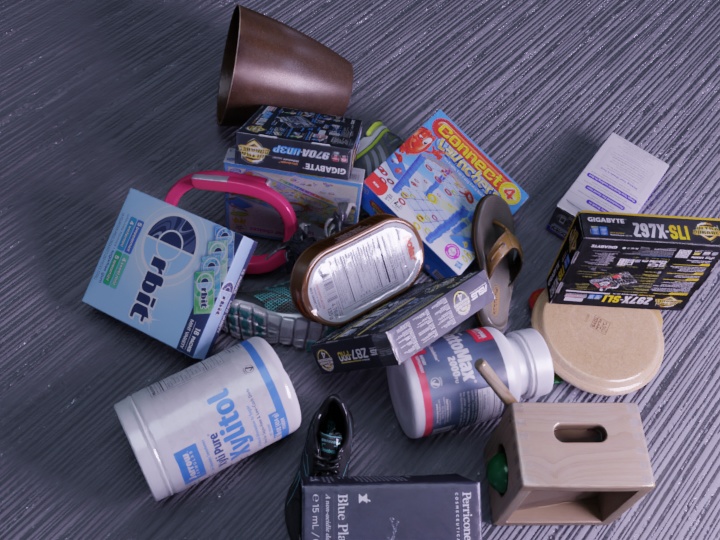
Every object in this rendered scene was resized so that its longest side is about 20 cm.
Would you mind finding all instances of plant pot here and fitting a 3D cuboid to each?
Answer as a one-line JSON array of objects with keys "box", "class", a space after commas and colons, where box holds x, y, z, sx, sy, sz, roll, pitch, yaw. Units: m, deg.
[{"box": [-0.118, -0.310, 1.284, 0.198, 0.187, 0.189, 8, 55, -18], "class": "plant pot"}]

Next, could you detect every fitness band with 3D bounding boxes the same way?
[{"box": [-0.186, -0.068, 1.129, 0.197, 0.145, 0.038, 9, 30, 2], "class": "fitness band"}]

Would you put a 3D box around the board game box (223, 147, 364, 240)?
[{"box": [-0.099, -0.101, 1.158, 0.197, 0.135, 0.034, 9, 45, 0], "class": "board game box"}]

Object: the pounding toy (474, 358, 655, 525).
[{"box": [0.225, 0.213, 0.962, 0.197, 0.185, 0.144, 1, 57, -4], "class": "pounding toy"}]

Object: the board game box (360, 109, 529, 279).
[{"box": [0.124, -0.111, 1.204, 0.200, 0.056, 0.196, 44, 63, 2], "class": "board game box"}]

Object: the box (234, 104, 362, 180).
[{"box": [-0.082, -0.186, 1.127, 0.157, 0.047, 0.200, 9, 22, 0], "class": "box"}]

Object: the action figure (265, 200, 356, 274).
[{"box": [-0.033, -0.030, 1.115, 0.198, 0.119, 0.103, 14, 60, -25], "class": "action figure"}]

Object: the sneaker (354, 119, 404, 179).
[{"box": [0.016, -0.152, 1.243, 0.080, 0.074, 0.201, 26, 60, 8], "class": "sneaker"}]

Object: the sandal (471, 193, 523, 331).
[{"box": [0.200, -0.011, 1.137, 0.081, 0.054, 0.203, 16, 73, -34], "class": "sandal"}]

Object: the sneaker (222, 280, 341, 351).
[{"box": [-0.114, 0.052, 1.107, 0.197, 0.078, 0.092, 13, 48, -6], "class": "sneaker"}]

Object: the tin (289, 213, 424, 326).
[{"box": [0.000, 0.000, 1.053, 0.199, 0.113, 0.042, -28, 27, -24], "class": "tin"}]

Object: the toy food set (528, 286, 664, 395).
[{"box": [0.335, 0.087, 1.134, 0.195, 0.049, 0.202, 14, 58, 4], "class": "toy food set"}]

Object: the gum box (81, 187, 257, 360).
[{"box": [-0.258, 0.003, 1.066, 0.198, 0.045, 0.172, 23, 87, 21], "class": "gum box"}]

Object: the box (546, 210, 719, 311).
[{"box": [0.370, -0.010, 1.075, 0.197, 0.160, 0.050, 3, 57, -2], "class": "box"}]

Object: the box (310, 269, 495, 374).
[{"box": [0.055, 0.066, 1.031, 0.199, 0.160, 0.050, -29, 97, -40], "class": "box"}]

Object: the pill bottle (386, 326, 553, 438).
[{"box": [0.143, 0.139, 1.040, 0.197, 0.120, 0.121, -11, 59, -13], "class": "pill bottle"}]

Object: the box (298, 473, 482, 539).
[{"box": [0.030, 0.331, 0.874, 0.197, 0.117, 0.199, 0, 79, -6], "class": "box"}]

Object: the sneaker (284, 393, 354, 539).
[{"box": [-0.050, 0.247, 0.977, 0.074, 0.080, 0.202, 8, 58, -1], "class": "sneaker"}]

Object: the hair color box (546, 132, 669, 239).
[{"box": [0.395, -0.118, 1.262, 0.109, 0.065, 0.200, 34, 59, 15], "class": "hair color box"}]

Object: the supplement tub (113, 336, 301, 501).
[{"box": [-0.185, 0.179, 0.976, 0.198, 0.132, 0.132, -26, 63, -20], "class": "supplement tub"}]
